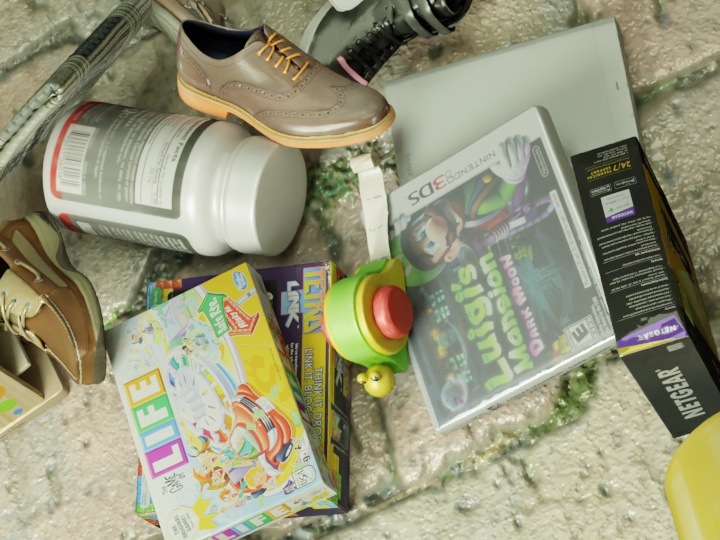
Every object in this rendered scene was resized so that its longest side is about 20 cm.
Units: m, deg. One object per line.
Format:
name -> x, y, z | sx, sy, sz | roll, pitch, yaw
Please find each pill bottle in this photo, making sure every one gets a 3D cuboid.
pill bottle -> -0.153, -0.074, 1.737 | 0.200, 0.114, 0.114 | 10, 74, 24

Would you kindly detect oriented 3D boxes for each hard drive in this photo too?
hard drive -> 0.124, -0.120, 1.698 | 0.200, 0.026, 0.132 | -15, 65, 15

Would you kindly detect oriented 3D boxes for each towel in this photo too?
towel -> -0.264, -0.131, 1.753 | 0.035, 0.193, 0.200 | 42, 124, -9

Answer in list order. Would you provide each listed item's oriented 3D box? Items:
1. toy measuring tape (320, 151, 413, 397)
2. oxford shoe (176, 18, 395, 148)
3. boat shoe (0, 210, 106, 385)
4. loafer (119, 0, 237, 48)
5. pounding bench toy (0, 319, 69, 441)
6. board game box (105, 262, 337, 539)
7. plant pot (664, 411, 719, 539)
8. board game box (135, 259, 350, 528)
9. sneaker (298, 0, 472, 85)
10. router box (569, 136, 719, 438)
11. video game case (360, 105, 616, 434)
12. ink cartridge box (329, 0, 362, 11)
toy measuring tape -> 0.000, 0.000, 1.636 | 0.073, 0.074, 0.200 | -10, 77, 17
oxford shoe -> -0.066, -0.153, 1.680 | 0.200, 0.073, 0.071 | 15, 46, 22
boat shoe -> -0.262, 0.028, 1.697 | 0.074, 0.076, 0.200 | -12, 37, -22
loafer -> -0.152, -0.230, 1.827 | 0.063, 0.072, 0.200 | -44, 58, -8
pounding bench toy -> -0.380, 0.086, 1.737 | 0.200, 0.156, 0.124 | -34, 62, 6
board game box -> -0.112, 0.110, 1.630 | 0.134, 0.034, 0.200 | -26, 62, 9
plant pot -> 0.302, 0.194, 1.421 | 0.201, 0.201, 0.189 | -32, 46, 7
board game box -> -0.092, 0.100, 1.678 | 0.165, 0.057, 0.200 | -6, 67, 17
sneaker -> 0.021, -0.200, 1.730 | 0.099, 0.071, 0.200 | 20, 73, 49
router box -> 0.213, 0.016, 1.510 | 0.052, 0.200, 0.158 | -17, 65, 13
video game case -> 0.101, 0.000, 1.621 | 0.182, 0.023, 0.200 | -31, 67, 28
ink cartridge box -> -0.011, -0.326, 1.761 | 0.145, 0.083, 0.200 | -37, 38, 3
